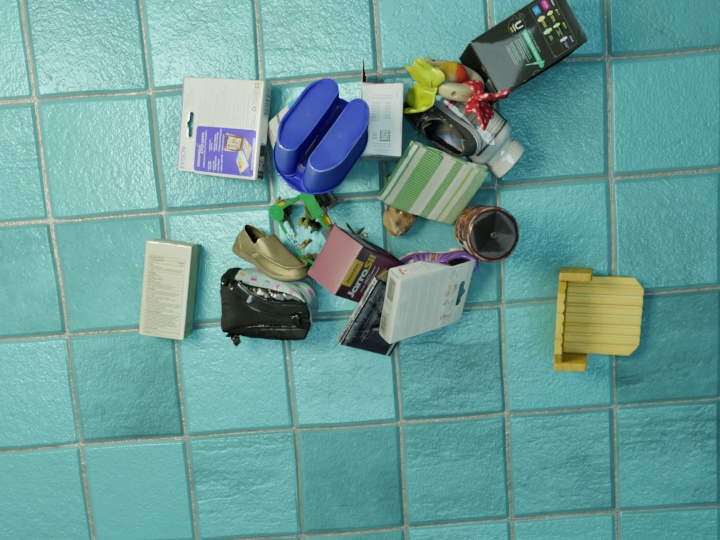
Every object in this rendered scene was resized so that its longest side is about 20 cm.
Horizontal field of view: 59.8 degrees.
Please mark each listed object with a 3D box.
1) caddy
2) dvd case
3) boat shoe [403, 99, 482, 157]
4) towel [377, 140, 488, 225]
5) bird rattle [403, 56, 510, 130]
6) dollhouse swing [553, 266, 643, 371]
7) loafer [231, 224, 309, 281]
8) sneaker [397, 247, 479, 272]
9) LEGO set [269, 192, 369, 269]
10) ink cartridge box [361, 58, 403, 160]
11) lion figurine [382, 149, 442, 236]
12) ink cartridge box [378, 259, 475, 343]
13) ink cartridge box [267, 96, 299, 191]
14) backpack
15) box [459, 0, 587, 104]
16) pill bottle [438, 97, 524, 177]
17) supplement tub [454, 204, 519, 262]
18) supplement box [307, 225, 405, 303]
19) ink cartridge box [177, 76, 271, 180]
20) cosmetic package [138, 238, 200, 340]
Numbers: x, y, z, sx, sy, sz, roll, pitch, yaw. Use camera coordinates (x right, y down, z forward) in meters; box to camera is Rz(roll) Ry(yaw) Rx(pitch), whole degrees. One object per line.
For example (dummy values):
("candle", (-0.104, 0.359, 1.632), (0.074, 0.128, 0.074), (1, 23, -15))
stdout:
("caddy", (-0.067, -0.230, 1.095), (0.140, 0.105, 0.202), (34, 72, 2))
("dvd case", (0.045, 0.102, 1.312), (0.016, 0.199, 0.150), (35, 97, 36))
("boat shoe", (0.144, -0.276, 1.214), (0.200, 0.066, 0.071), (42, 135, 26))
("towel", (0.147, -0.172, 1.256), (0.197, 0.024, 0.154), (12, 128, -31))
("bird rattle", (0.178, -0.353, 1.170), (0.195, 0.165, 0.114), (5, 132, 0))
("dollhouse swing", (0.503, 0.104, 1.315), (0.172, 0.181, 0.205), (5, 97, 20))
("loafer", (-0.188, -0.037, 1.303), (0.197, 0.076, 0.069), (23, 117, 23))
("sneaker", (0.158, -0.007, 1.337), (0.196, 0.083, 0.082), (-15, 97, 3))
("LEGO set", (-0.086, -0.100, 1.332), (0.153, 0.116, 0.201), (-36, 92, 34))
("ink cartridge box", (0.041, -0.310, 1.239), (0.082, 0.200, 0.180), (2, 98, 1))
("lion figurine", (0.124, -0.166, 1.324), (0.198, 0.073, 0.124), (-31, 109, -2))
("ink cartridge box", (0.137, 0.052, 1.299), (0.197, 0.050, 0.165), (-16, 130, -32))
("ink cartridge box", (-0.104, -0.253, 1.243), (0.082, 0.199, 0.148), (-21, 97, -23))
("backpack", (-0.189, 0.070, 1.320), (0.195, 0.128, 0.170), (7, 126, 3))
("box", (0.319, -0.440, 1.249), (0.198, 0.149, 0.126), (-32, 95, 4))
("pill bottle", (0.239, -0.288, 1.287), (0.199, 0.111, 0.111), (42, 96, -5))
("supplement tub", (0.248, -0.078, 1.269), (0.104, 0.200, 0.110), (0, 96, 0))
("supplement box", (0.000, 0.000, 1.262), (0.085, 0.199, 0.112), (36, 98, 33))
("ink cartridge box", (-0.286, -0.299, 1.310), (0.196, 0.043, 0.203), (9, 97, 19))
("cosmetic package", (-0.410, 0.038, 1.349), (0.103, 0.071, 0.205), (9, 97, 0))
